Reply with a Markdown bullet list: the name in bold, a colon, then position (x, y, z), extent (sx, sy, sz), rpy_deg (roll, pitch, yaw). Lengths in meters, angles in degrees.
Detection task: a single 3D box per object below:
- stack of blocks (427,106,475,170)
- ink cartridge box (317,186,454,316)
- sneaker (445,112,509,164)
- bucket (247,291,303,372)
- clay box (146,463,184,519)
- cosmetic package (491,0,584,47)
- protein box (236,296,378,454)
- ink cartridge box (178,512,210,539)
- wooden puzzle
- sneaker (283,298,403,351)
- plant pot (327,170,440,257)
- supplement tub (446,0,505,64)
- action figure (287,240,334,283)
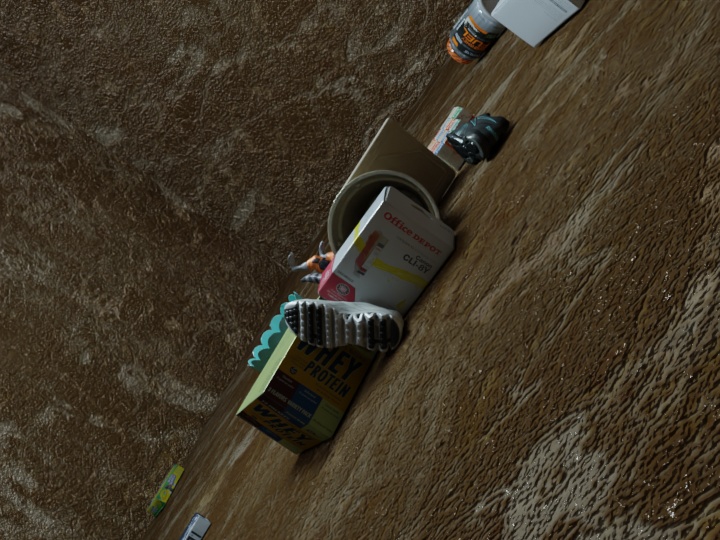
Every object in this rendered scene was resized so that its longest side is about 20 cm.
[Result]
- **stack of blocks**: position (0.206, -0.286, 1.788), extent (0.116, 0.058, 0.200), rpy_deg (-55, 8, 9)
- **ink cartridge box**: position (0.043, -0.014, 1.377), extent (0.201, 0.144, 0.084), rpy_deg (-54, 9, 21)
- **sneaker**: position (0.222, -0.249, 1.560), extent (0.079, 0.075, 0.200), rpy_deg (-43, 14, -2)
- **bucket**: position (-0.148, 0.165, 1.888), extent (0.208, 0.134, 0.207), rpy_deg (-54, 9, 12)
- **clay box**: position (-0.766, 0.866, 3.247), extent (0.115, 0.047, 0.201), rpy_deg (-51, 8, 38)
- **cosmetic package**: position (0.385, -0.583, 1.639), extent (0.200, 0.122, 0.200), rpy_deg (-58, 9, -12)
- **protein box**: position (-0.090, 0.186, 1.437), extent (0.199, 0.134, 0.200), rpy_deg (-60, 8, -27)
- **ink cartridge box**: position (-0.419, 0.662, 1.927), extent (0.201, 0.039, 0.099), rpy_deg (-60, 9, -18)
- **wooden puzzle**: position (0.074, -0.172, 1.652), extent (0.186, 0.199, 0.037), rpy_deg (-57, 26, -5)
- **sneaker**: position (-0.025, 0.082, 1.338), extent (0.081, 0.198, 0.076), rpy_deg (-51, -32, -67)
- **plant pot**: position (0.055, -0.081, 1.519), extent (0.201, 0.200, 0.183), rpy_deg (-55, -4, 11)
- **supplement tub**: position (0.338, -0.695, 2.399), extent (0.200, 0.122, 0.123), rpy_deg (-47, 12, 54)
- **action figure**: position (-0.018, 0.003, 1.632), extent (0.199, 0.192, 0.106), rpy_deg (-3, -68, -60)
